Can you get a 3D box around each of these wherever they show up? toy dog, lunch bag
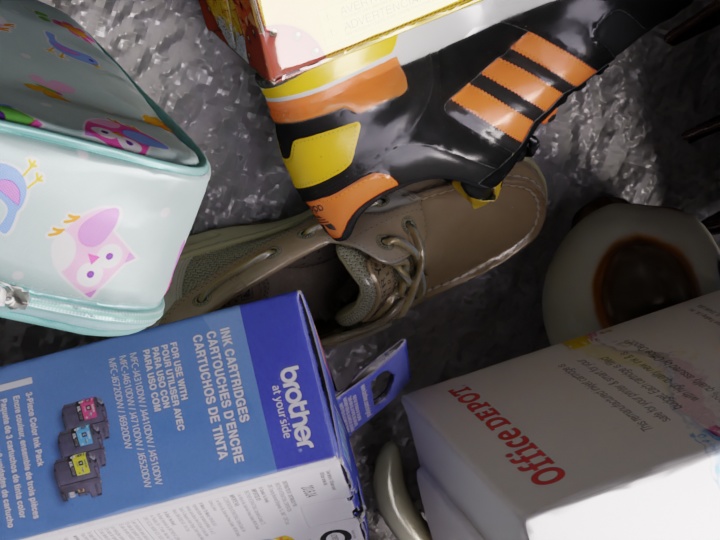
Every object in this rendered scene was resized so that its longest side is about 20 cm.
[{"bbox_3d":[0.117,0.064,0.845,0.193,0.140,0.201,19,108,1],"label":"toy dog"},{"bbox_3d":[-0.143,-0.049,0.613,0.160,0.200,0.077,16,108,-32],"label":"lunch bag"}]

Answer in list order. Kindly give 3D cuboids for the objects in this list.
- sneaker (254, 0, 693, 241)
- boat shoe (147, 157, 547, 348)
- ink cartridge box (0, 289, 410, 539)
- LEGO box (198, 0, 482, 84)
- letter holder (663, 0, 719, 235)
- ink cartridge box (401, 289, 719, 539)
[{"bbox_3d":[0.058,-0.077,0.759,0.199,0.070,0.090,-20,105,-14],"label":"sneaker"},{"bbox_3d":[0.000,0.000,0.783,0.199,0.065,0.072,-17,119,-16],"label":"boat shoe"},{"bbox_3d":[-0.073,0.078,0.718,0.199,0.077,0.137,-13,158,0],"label":"ink cartridge box"},{"bbox_3d":[0.021,-0.184,0.697,0.199,0.077,0.150,-23,120,-14],"label":"LEGO box"},{"bbox_3d":[0.243,-0.103,0.837,0.199,0.142,0.101,-25,90,-15],"label":"letter holder"},{"bbox_3d":[0.140,0.104,0.703,0.199,0.147,0.145,-17,107,-11],"label":"ink cartridge box"}]
